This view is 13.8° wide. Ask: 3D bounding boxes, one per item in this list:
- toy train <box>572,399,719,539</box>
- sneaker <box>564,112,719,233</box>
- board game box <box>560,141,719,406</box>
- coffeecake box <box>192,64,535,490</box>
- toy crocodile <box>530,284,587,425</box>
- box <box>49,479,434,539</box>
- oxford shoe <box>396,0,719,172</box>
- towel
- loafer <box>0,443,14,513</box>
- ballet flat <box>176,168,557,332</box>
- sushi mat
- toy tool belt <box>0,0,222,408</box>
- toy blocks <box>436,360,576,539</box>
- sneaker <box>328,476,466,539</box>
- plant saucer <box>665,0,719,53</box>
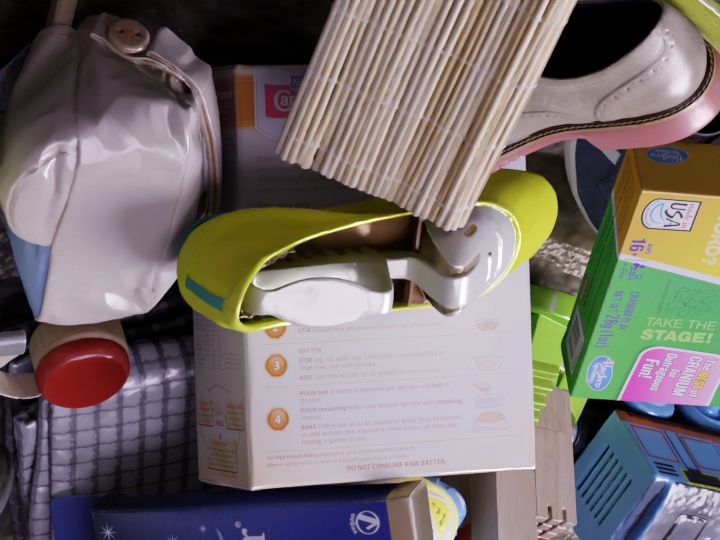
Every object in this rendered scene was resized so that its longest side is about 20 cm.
[{"bbox_3d":[0.195,0.123,1.701,0.200,0.114,0.087,15,123,-36],"label":"toy train"},{"bbox_3d":[0.157,-0.077,1.514,0.075,0.085,0.200,-12,135,-17],"label":"sneaker"},{"bbox_3d":[0.218,0.007,1.521,0.200,0.040,0.153,4,134,-10],"label":"board game box"},{"bbox_3d":[0.000,0.000,1.438,0.153,0.073,0.200,-2,91,-25],"label":"coffeecake box"},{"bbox_3d":[0.061,0.032,1.591,0.200,0.062,0.068,25,75,-40],"label":"toy crocodile"},{"bbox_3d":[-0.058,0.167,1.453,0.200,0.032,0.121,-4,103,20],"label":"box"},{"bbox_3d":[0.060,-0.090,1.331,0.200,0.071,0.075,-11,145,21],"label":"oxford shoe"},{"bbox_3d":[-0.102,0.087,1.543,0.165,0.086,0.200,-12,136,-15],"label":"towel"},{"bbox_3d":[-0.272,0.118,1.479,0.200,0.075,0.070,-17,132,0],"label":"loafer"},{"bbox_3d":[0.013,-0.002,1.363,0.200,0.067,0.067,-8,118,-25],"label":"ballet flat"},{"bbox_3d":[0.032,-0.097,1.275,0.096,0.012,0.200,22,138,-3],"label":"sushi mat"},{"bbox_3d":[-0.131,-0.042,1.388,0.125,0.123,0.200,-6,141,-18],"label":"toy tool belt"},{"bbox_3d":[0.052,0.147,1.579,0.100,0.137,0.200,13,152,-28],"label":"toy blocks"},{"bbox_3d":[-0.033,0.148,1.516,0.200,0.076,0.105,-13,179,24],"label":"sneaker"},{"bbox_3d":[0.166,-0.179,1.370,0.048,0.200,0.200,-20,146,36],"label":"plant saucer"}]
